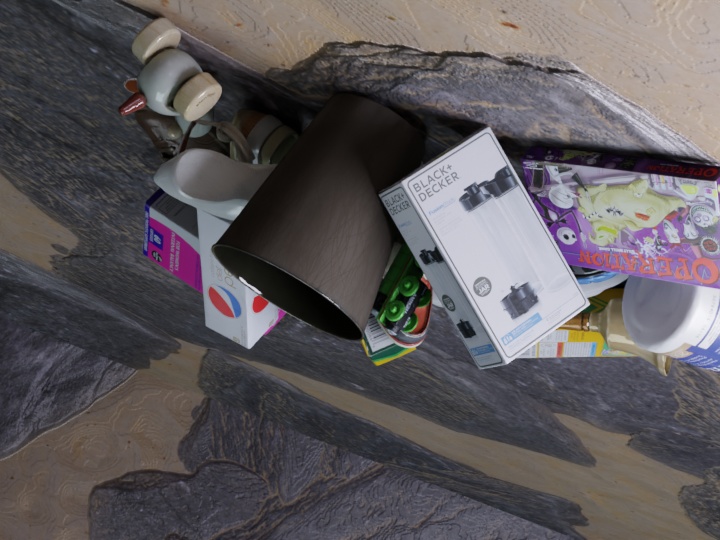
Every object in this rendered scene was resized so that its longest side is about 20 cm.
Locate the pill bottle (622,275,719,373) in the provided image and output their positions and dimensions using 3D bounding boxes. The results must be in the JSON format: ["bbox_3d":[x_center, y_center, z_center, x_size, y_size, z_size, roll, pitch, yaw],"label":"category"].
[{"bbox_3d":[0.368,0.047,1.451,0.198,0.112,0.111,17,168,-30],"label":"pill bottle"}]

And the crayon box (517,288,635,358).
[{"bbox_3d":[0.265,0.063,1.703,0.198,0.052,0.126,0,162,6],"label":"crayon box"}]

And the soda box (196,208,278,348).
[{"bbox_3d":[-0.138,-0.006,1.657,0.068,0.064,0.201,27,142,21],"label":"soda box"}]

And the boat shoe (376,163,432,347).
[{"bbox_3d":[0.048,-0.022,1.520,0.070,0.202,0.062,5,162,-26],"label":"boat shoe"}]

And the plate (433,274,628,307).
[{"bbox_3d":[0.170,0.016,1.588,0.199,0.033,0.198,-12,-169,-42],"label":"plate"}]

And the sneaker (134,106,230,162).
[{"bbox_3d":[-0.189,-0.125,1.699,0.199,0.076,0.070,32,161,-36],"label":"sneaker"}]

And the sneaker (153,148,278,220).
[{"bbox_3d":[-0.120,-0.078,1.511,0.199,0.076,0.088,20,167,-29],"label":"sneaker"}]

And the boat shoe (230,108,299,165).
[{"bbox_3d":[-0.107,-0.119,1.633,0.068,0.075,0.200,38,157,14],"label":"boat shoe"}]

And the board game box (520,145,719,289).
[{"bbox_3d":[0.250,-0.051,1.360,0.198,0.032,0.121,10,134,35],"label":"board game box"}]

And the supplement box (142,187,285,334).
[{"bbox_3d":[-0.162,-0.030,1.798,0.199,0.103,0.102,31,142,15],"label":"supplement box"}]

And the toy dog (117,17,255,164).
[{"bbox_3d":[-0.196,-0.165,1.480,0.132,0.096,0.200,49,171,31],"label":"toy dog"}]

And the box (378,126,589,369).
[{"bbox_3d":[0.119,-0.021,1.399,0.201,0.116,0.060,60,158,-3],"label":"box"}]

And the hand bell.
[{"bbox_3d":[0.244,0.055,1.608,0.198,0.105,0.104,4,160,19],"label":"hand bell"}]

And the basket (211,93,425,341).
[{"bbox_3d":[-0.028,-0.062,1.443,0.180,0.201,0.136,35,162,-25],"label":"basket"}]

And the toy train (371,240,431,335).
[{"bbox_3d":[0.068,-0.029,1.466,0.056,0.201,0.042,24,171,38],"label":"toy train"}]

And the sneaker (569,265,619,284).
[{"bbox_3d":[0.204,-0.035,1.476,0.198,0.071,0.083,-3,123,32],"label":"sneaker"}]

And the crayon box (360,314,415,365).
[{"bbox_3d":[0.000,0.000,1.626,0.058,0.202,0.173,-22,173,1],"label":"crayon box"}]
